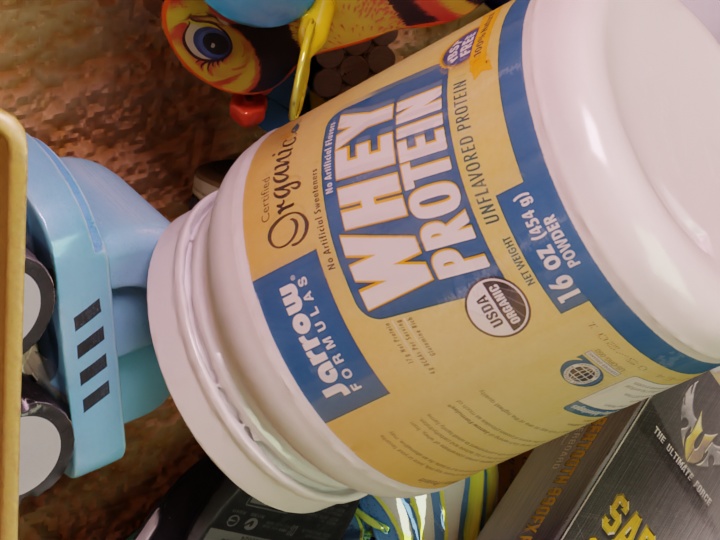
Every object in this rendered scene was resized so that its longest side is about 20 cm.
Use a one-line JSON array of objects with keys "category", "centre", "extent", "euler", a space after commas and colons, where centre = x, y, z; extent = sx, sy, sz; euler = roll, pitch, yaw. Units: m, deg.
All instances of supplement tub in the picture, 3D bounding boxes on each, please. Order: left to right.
[{"category": "supplement tub", "centre": [0.038, -0.005, 0.947], "extent": [0.200, 0.145, 0.144], "euler": [-27, 149, 30]}]

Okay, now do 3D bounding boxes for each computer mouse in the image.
[{"category": "computer mouse", "centre": [-0.094, 0.129, 1.043], "extent": [0.140, 0.046, 0.200], "euler": [11, 119, -40]}]

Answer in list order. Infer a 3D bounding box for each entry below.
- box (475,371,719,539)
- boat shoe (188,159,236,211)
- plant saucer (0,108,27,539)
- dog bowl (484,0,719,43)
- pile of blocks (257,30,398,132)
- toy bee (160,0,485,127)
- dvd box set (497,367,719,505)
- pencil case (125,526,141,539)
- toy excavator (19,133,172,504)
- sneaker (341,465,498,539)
[{"category": "box", "centre": [0.131, 0.151, 1.121], "extent": [0.159, 0.048, 0.200], "euler": [-53, 123, -28]}, {"category": "boat shoe", "centre": [0.000, 0.000, 1.138], "extent": [0.200, 0.073, 0.065], "euler": [14, 102, -47]}, {"category": "plant saucer", "centre": [-0.200, 0.008, 0.906], "extent": [0.048, 0.199, 0.201], "euler": [-60, 159, -58]}, {"category": "dog bowl", "centre": [0.125, -0.173, 1.049], "extent": [0.200, 0.079, 0.201], "euler": [-21, 129, -29]}, {"category": "pile of blocks", "centre": [-0.022, -0.109, 1.043], "extent": [0.082, 0.062, 0.201], "euler": [-5, 105, -10]}, {"category": "toy bee", "centre": [-0.028, -0.107, 0.966], "extent": [0.131, 0.199, 0.109], "euler": [-54, 141, -31]}, {"category": "dvd box set", "centre": [0.120, 0.110, 1.170], "extent": [0.146, 0.029, 0.201], "euler": [3, 89, -37]}, {"category": "pencil case", "centre": [-0.103, 0.157, 1.139], "extent": [0.200, 0.085, 0.093], "euler": [-36, 155, -21]}, {"category": "toy excavator", "centre": [-0.087, 0.021, 1.039], "extent": [0.199, 0.100, 0.195], "euler": [-22, 129, -25]}, {"category": "sneaker", "centre": [0.016, 0.134, 1.084], "extent": [0.105, 0.075, 0.201], "euler": [-72, 158, -52]}]
